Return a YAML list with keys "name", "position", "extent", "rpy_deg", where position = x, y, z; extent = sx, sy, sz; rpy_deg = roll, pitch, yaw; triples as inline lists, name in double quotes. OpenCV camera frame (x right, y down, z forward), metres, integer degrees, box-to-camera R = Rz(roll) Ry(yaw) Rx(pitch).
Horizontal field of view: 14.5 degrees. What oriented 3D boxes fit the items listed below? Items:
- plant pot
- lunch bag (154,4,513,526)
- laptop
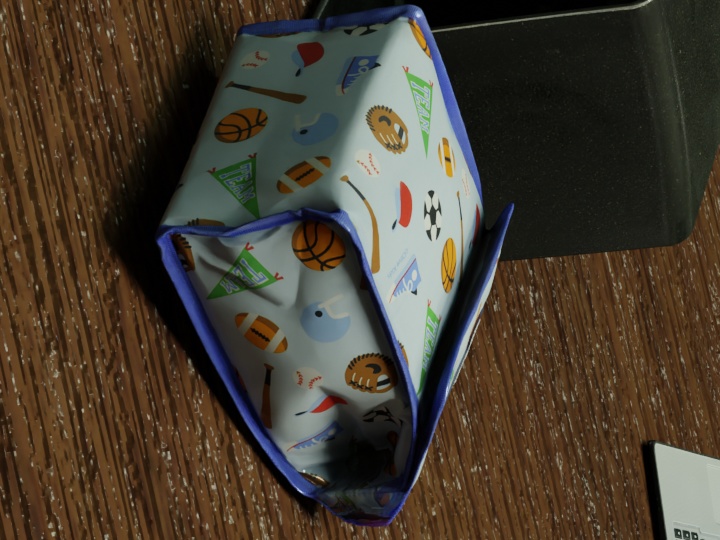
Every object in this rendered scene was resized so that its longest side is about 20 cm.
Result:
- name: "plant pot"
  position: [0.109, -0.118, 1.558]
  extent: [0.200, 0.199, 0.178]
  rpy_deg: [-67, 144, -47]
- name: "lunch bag"
  position: [0.000, 0.000, 1.380]
  extent: [0.170, 0.123, 0.201]
  rpy_deg: [-68, 147, -46]
- name: "laptop"
  position: [0.281, 0.204, 1.753]
  extent: [0.187, 0.115, 0.201]
  rpy_deg: [18, 61, -56]
